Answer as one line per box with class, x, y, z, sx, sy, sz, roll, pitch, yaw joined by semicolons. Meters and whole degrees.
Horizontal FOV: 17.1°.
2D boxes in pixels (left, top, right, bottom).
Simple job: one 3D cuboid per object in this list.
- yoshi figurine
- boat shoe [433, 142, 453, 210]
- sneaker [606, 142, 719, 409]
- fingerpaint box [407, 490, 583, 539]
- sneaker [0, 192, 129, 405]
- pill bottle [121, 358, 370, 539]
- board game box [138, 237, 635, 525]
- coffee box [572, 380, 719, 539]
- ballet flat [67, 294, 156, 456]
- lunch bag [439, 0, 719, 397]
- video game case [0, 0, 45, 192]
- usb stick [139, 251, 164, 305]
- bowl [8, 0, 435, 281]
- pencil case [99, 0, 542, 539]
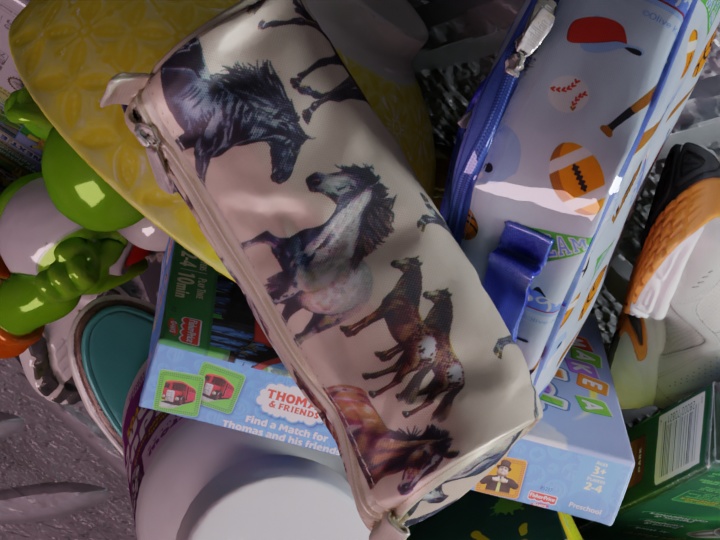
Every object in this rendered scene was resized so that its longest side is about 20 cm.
yoshi figurine;-0.143;-0.031;1.149;0.200;0.112;0.112;-29;103;38
boat shoe;0.000;0.000;1.151;0.076;0.074;0.200;38;149;-17
sneaker;0.163;0.010;1.043;0.092;0.076;0.200;15;158;6
fingerpaint box;0.082;0.169;1.080;0.073;0.167;0.200;-25;116;4
sneaker;-0.188;0.001;1.336;0.085;0.074;0.200;45;172;36
pill bottle;-0.046;0.096;1.060;0.112;0.112;0.200;38;-174;-16
board game box;0.010;0.037;1.029;0.200;0.151;0.037;16;111;-8
coffee box;0.179;0.098;1.113;0.123;0.044;0.200;8;163;-11
ballet flat;-0.072;0.085;1.193;0.200;0.069;0.069;41;148;-16
lunch bag;0.075;-0.043;0.933;0.075;0.160;0.200;24;151;8
video game case;-0.209;-0.115;1.205;0.200;0.022;0.182;33;150;-8
usb stick;-0.077;0.047;1.248;0.055;0.033;0.200;3;116;59
bowl;-0.035;-0.081;0.997;0.200;0.200;0.108;37;107;-14
pencil case;-0.011;0.000;0.866;0.200;0.089;0.078;59;158;6
